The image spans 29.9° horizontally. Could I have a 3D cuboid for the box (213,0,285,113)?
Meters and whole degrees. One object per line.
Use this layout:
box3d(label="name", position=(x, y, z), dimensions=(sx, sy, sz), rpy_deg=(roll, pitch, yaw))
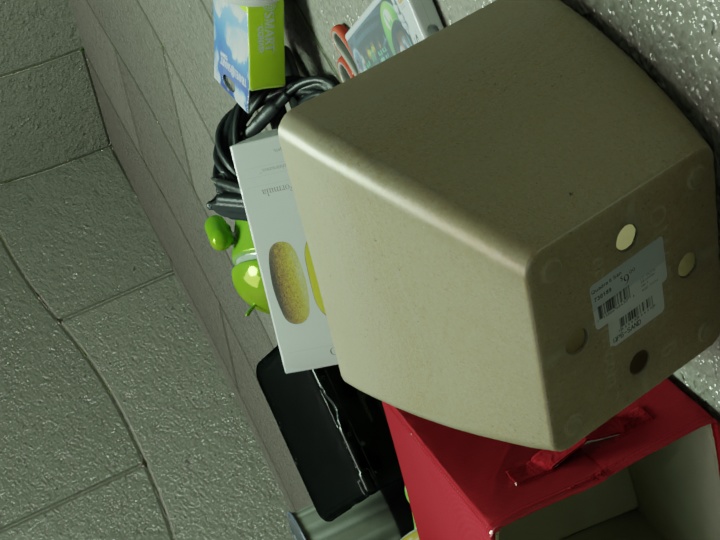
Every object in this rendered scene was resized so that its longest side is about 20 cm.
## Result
box3d(label="box", position=(-0.117, -0.280, 1.393), dimensions=(0.122, 0.047, 0.203), rpy_deg=(-132, 37, -55))

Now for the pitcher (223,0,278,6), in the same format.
box3d(label="pitcher", position=(-0.093, -0.320, 1.179), dimensions=(0.200, 0.169, 0.123), rpy_deg=(47, -142, -65))

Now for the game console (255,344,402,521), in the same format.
box3d(label="game console", position=(-0.007, 0.151, 1.511), dimensions=(0.202, 0.174, 0.117), rpy_deg=(63, 173, 12))

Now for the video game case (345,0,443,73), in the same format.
box3d(label="video game case", position=(0.048, -0.137, 1.114), dimensions=(0.200, 0.023, 0.184), rpy_deg=(161, 87, -77))

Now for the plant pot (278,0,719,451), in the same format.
box3d(label="plant pot", position=(0.098, -0.016, 0.780), dimensions=(0.177, 0.198, 0.202), rpy_deg=(35, 148, 46))

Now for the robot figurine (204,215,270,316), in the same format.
box3d(label="robot figurine", position=(-0.086, -0.041, 1.530), dimensions=(0.116, 0.173, 0.203), rpy_deg=(143, 133, -66))

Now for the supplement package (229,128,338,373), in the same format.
box3d(label="supplement package", position=(-0.026, -0.028, 1.176), dimensions=(0.110, 0.112, 0.203), rpy_deg=(-46, -57, -73))

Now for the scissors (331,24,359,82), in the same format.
box3d(label="scissors", position=(0.018, -0.144, 1.242), dimensions=(0.074, 0.014, 0.201), rpy_deg=(89, 156, -55))

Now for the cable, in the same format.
box3d(label="cable", position=(-0.072, -0.124, 1.380), dimensions=(0.198, 0.165, 0.051), rpy_deg=(5, 158, 41))

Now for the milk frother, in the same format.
box3d(label="milk frother", position=(0.019, 0.279, 1.567), dimensions=(0.180, 0.186, 0.202), rpy_deg=(44, 154, 58))

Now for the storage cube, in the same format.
box3d(label="storage cube", position=(0.136, 0.162, 0.931), dimensions=(0.180, 0.169, 0.202), rpy_deg=(47, 157, 57))

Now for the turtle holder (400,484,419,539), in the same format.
box3d(label="turtle holder", position=(0.089, 0.296, 1.286), dimensions=(0.132, 0.139, 0.188), rpy_deg=(88, -162, -69))

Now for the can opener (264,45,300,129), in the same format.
box3d(label="can opener", position=(-0.068, -0.148, 1.460), dimensions=(0.067, 0.053, 0.202), rpy_deg=(62, -172, -60))
